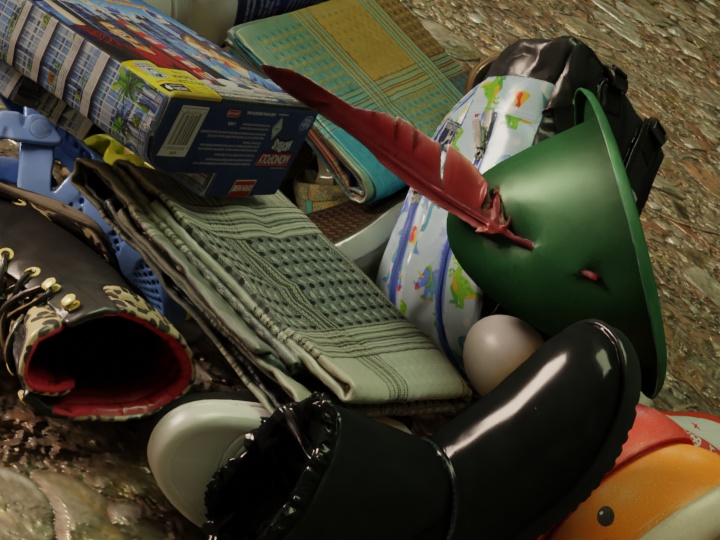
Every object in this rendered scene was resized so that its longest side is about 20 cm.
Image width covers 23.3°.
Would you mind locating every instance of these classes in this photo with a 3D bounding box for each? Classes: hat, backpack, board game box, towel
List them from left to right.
[{"bbox_3d":[-0.147,-0.116,0.931,0.199,0.062,0.200,33,13,15],"label":"board game box"},{"bbox_3d":[-0.041,0.007,0.940,0.193,0.035,0.200,47,19,21],"label":"towel"},{"bbox_3d":[0.009,-0.125,1.187,0.147,0.022,0.200,50,35,8],"label":"towel"},{"bbox_3d":[0.059,-0.008,0.966,0.174,0.166,0.201,-13,63,0],"label":"hat"},{"bbox_3d":[0.098,-0.022,1.097,0.163,0.153,0.202,38,57,-51],"label":"backpack"}]

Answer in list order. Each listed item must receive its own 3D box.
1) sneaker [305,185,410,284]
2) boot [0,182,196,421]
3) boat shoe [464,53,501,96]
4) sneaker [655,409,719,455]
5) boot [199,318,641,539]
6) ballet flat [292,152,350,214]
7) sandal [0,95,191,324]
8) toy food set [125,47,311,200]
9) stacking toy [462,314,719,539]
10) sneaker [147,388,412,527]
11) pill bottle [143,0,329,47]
[{"bbox_3d":[0.000,0.000,1.130,0.199,0.085,0.072,-24,25,-38],"label":"sneaker"},{"bbox_3d":[-0.184,0.006,0.862,0.199,0.074,0.151,21,14,-41],"label":"boot"},{"bbox_3d":[0.124,-0.070,1.230,0.201,0.071,0.068,62,6,-26],"label":"boat shoe"},{"bbox_3d":[0.184,0.130,1.113,0.200,0.068,0.108,24,27,-12],"label":"sneaker"},{"bbox_3d":[0.026,0.091,0.843,0.162,0.199,0.074,20,26,-41],"label":"boot"},{"bbox_3d":[0.005,-0.097,1.229,0.070,0.071,0.201,31,49,-3],"label":"ballet flat"},{"bbox_3d":[-0.166,-0.042,1.015,0.087,0.080,0.200,-34,72,-26],"label":"sandal"},{"bbox_3d":[-0.118,-0.117,1.223,0.197,0.049,0.200,5,36,-47],"label":"toy food set"},{"bbox_3d":[0.119,0.106,0.969,0.146,0.147,0.200,1,42,-50],"label":"stacking toy"},{"bbox_3d":[-0.048,0.084,0.921,0.199,0.073,0.112,21,22,-43],"label":"sneaker"},{"bbox_3d":[-0.103,-0.211,1.174,0.120,0.120,0.199,42,47,19],"label":"pill bottle"}]
